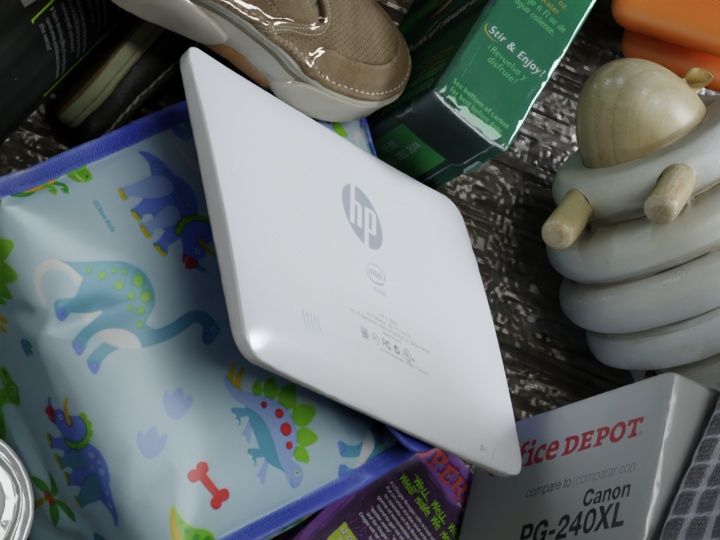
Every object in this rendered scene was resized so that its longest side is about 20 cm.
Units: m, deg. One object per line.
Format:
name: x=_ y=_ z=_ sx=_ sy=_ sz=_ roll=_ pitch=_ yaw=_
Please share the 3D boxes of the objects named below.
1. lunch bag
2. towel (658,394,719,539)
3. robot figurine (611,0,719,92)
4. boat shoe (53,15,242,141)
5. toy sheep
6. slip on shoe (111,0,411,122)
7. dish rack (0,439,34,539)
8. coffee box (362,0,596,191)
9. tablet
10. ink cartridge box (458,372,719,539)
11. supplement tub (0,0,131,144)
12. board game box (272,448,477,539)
lunch bag: x=-0.054 y=0.019 z=1.108 sx=0.200 sy=0.127 sz=0.170 roll=-24 pitch=90 yaw=-37
towel: x=0.186 y=0.078 z=1.011 sx=0.086 sy=0.166 sz=0.200 roll=35 pitch=61 yaw=-14
robot figurine: x=0.183 y=-0.183 z=1.299 sx=0.144 sy=0.117 sz=0.200 roll=34 pitch=72 yaw=-30
boat shoe: x=-0.047 y=-0.110 z=1.174 sx=0.065 sy=0.073 sz=0.200 roll=49 pitch=58 yaw=-8
toy sheep: x=0.147 y=-0.002 z=1.233 sx=0.138 sy=0.138 sz=0.200 roll=-33 pitch=110 yaw=-32
slip on shoe: x=-0.031 y=-0.115 z=1.076 sx=0.200 sy=0.061 sz=0.076 roll=25 pitch=35 yaw=-50
dish rack: x=-0.219 y=0.125 z=1.004 sx=0.171 sy=0.044 sz=0.200 roll=25 pitch=74 yaw=-14
coffee box: x=0.062 y=-0.120 z=1.215 sx=0.044 sy=0.123 sz=0.200 roll=39 pitch=63 yaw=-13
tablet: x=0.000 y=0.000 z=1.076 sx=0.200 sy=0.014 sz=0.130 roll=29 pitch=42 yaw=-54
ink cartridge box: x=0.097 y=0.154 z=1.120 sx=0.083 sy=0.145 sz=0.200 roll=24 pitch=66 yaw=-24
supplement tub: x=-0.155 y=-0.118 z=1.082 sx=0.123 sy=0.122 sz=0.200 roll=49 pitch=59 yaw=-12
board game box: x=0.044 y=0.173 z=1.185 sx=0.120 sy=0.032 sz=0.200 roll=-41 pitch=100 yaw=-29
